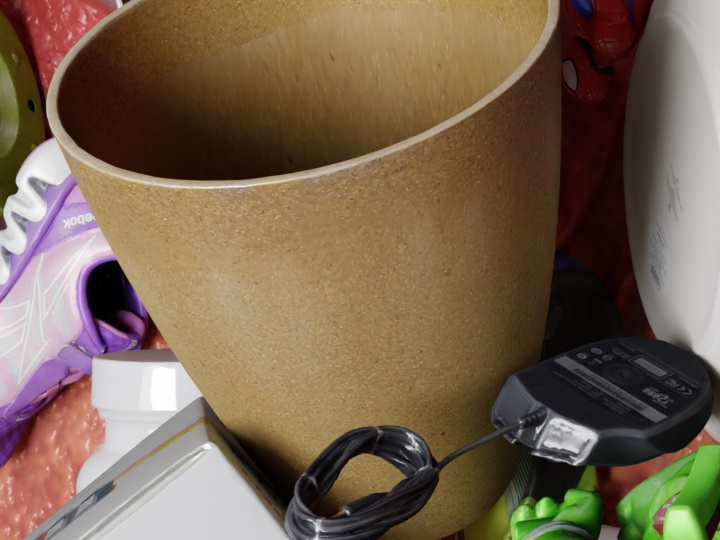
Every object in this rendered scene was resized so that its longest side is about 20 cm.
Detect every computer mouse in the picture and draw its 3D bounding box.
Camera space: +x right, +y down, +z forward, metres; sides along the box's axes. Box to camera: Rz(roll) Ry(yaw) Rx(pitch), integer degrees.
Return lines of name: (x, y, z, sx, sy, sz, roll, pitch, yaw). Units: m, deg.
computer mouse: (0.052, 0.066, 0.711, 0.059, 0.199, 0.034, 34, 127, 40)

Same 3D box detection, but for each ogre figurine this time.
ogre figurine: (0.129, 0.101, 0.691, 0.199, 0.120, 0.099, 15, 110, 24)

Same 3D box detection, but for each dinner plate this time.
dinner plate: (0.129, -0.032, 0.787, 0.024, 0.200, 0.202, -4, 91, -7)

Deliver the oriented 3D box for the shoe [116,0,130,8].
shoe: (-0.096, -0.127, 1.005, 0.070, 0.053, 0.202, -20, 81, 34)

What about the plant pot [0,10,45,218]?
plant pot: (-0.277, -0.069, 1.065, 0.192, 0.200, 0.202, -15, 84, 23)

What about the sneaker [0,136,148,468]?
sneaker: (-0.156, 0.031, 1.045, 0.088, 0.080, 0.201, 36, 111, 20)

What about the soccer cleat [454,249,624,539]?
soccer cleat: (0.069, 0.087, 0.908, 0.084, 0.064, 0.202, -145, 61, -60)

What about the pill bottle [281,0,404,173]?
pill bottle: (-0.010, -0.102, 0.881, 0.116, 0.116, 0.202, 4, 111, 35)

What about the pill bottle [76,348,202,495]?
pill bottle: (-0.076, 0.140, 0.968, 0.115, 0.116, 0.202, -1, 92, 35)

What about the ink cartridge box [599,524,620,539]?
ink cartridge box: (0.093, 0.220, 0.818, 0.085, 0.147, 0.202, 4, 104, 24)

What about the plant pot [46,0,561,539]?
plant pot: (0.000, 0.000, 0.774, 0.185, 0.186, 0.201, 10, 130, 34)

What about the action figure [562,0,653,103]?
action figure: (0.102, -0.158, 0.819, 0.051, 0.066, 0.201, 9, 123, 13)

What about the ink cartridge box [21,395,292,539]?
ink cartridge box: (-0.071, 0.155, 0.810, 0.144, 0.200, 0.146, -39, 94, -2)
